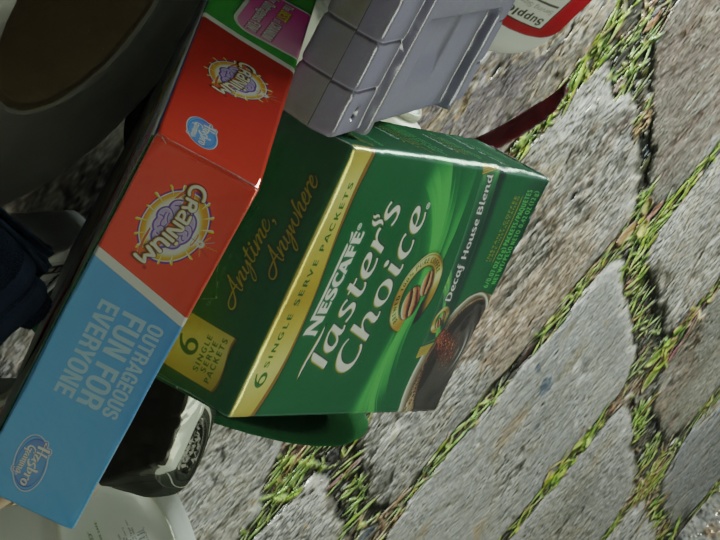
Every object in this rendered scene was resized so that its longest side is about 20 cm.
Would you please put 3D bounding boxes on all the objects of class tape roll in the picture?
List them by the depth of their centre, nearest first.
[{"bbox_3d":[-0.123,-0.121,1.102,0.202,0.071,0.203,-46,161,-21],"label":"tape roll"}]

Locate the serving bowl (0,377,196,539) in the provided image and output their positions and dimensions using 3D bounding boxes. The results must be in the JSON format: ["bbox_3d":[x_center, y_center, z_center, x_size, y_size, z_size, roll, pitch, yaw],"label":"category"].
[{"bbox_3d":[-0.133,0.138,1.361,0.066,0.200,0.200,-22,180,31],"label":"serving bowl"}]

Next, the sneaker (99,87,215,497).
[{"bbox_3d":[-0.058,0.001,1.260,0.086,0.080,0.200,23,78,-45],"label":"sneaker"}]

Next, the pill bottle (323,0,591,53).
[{"bbox_3d":[0.077,-0.172,1.341,0.200,0.112,0.112,-42,169,28],"label":"pill bottle"}]

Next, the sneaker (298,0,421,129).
[{"bbox_3d":[-0.013,-0.084,1.403,0.078,0.099,0.200,-54,163,0],"label":"sneaker"}]

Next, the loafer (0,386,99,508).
[{"bbox_3d":[-0.144,0.084,1.268,0.200,0.063,0.072,-17,158,-52],"label":"loafer"}]

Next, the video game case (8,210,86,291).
[{"bbox_3d":[-0.195,0.043,1.194,0.182,0.023,0.200,-43,177,7],"label":"video game case"}]

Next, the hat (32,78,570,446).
[{"bbox_3d":[-0.040,-0.026,1.398,0.166,0.200,0.176,130,-19,-72],"label":"hat"}]

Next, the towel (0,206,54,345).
[{"bbox_3d":[-0.200,-0.016,1.013,0.112,0.049,0.200,-40,136,5],"label":"towel"}]

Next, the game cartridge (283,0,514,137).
[{"bbox_3d":[0.037,-0.120,1.187,0.130,0.038,0.200,-57,170,15],"label":"game cartridge"}]

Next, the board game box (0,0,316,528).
[{"bbox_3d":[-0.076,-0.017,1.100,0.153,0.040,0.200,-60,-172,24],"label":"board game box"}]

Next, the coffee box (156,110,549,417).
[{"bbox_3d":[0.000,0.000,1.225,0.123,0.044,0.200,-64,156,9],"label":"coffee box"}]
